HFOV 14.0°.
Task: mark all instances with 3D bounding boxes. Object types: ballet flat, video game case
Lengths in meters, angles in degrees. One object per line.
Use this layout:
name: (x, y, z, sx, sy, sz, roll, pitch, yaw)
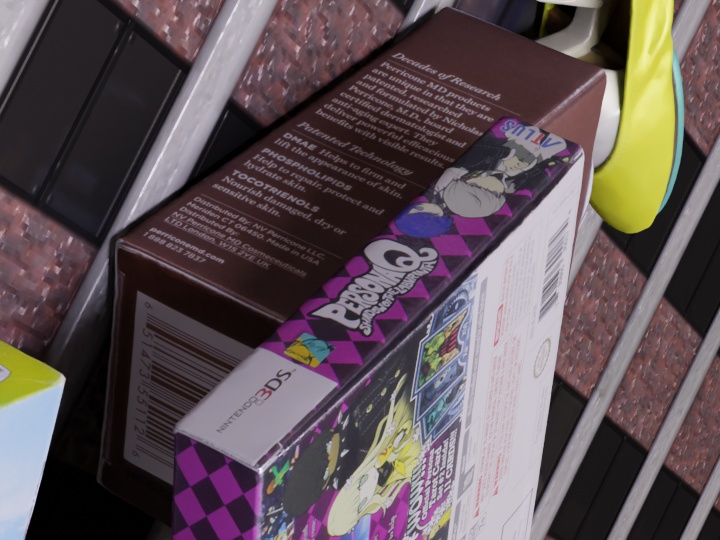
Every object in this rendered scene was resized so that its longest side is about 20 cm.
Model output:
ballet flat: (0.085, -0.097, 1.091, 0.067, 0.067, 0.201, -20, 131, -31)
video game case: (0.003, 0.077, 0.922, 0.181, 0.036, 0.201, -44, 150, -41)

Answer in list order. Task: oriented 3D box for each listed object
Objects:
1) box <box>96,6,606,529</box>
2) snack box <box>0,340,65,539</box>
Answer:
box: (0.000, 0.000, 0.976, 0.200, 0.075, 0.101, -36, 143, -46)
snack box: (-0.175, 0.020, 0.450, 0.168, 0.199, 0.068, -22, 132, -59)
